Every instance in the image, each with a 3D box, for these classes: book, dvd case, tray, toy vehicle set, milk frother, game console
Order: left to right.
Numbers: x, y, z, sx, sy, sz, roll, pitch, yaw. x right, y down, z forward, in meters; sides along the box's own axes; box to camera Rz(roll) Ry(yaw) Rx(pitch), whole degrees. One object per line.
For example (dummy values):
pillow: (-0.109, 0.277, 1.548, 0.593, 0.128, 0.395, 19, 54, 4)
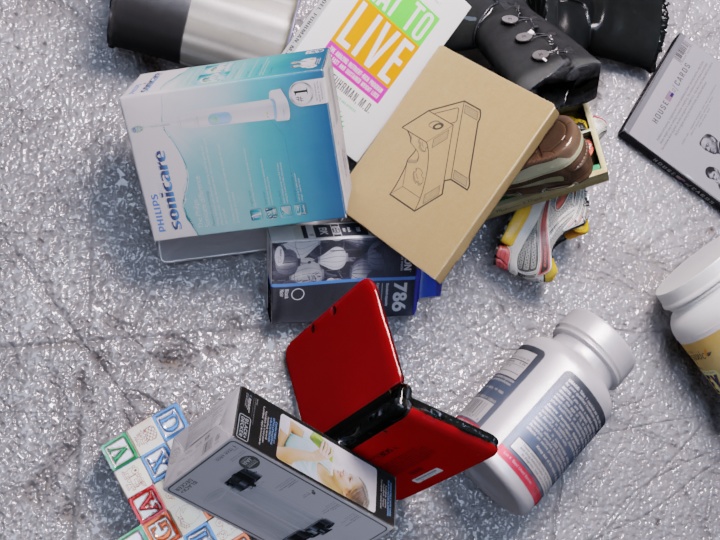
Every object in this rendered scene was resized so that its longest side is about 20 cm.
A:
milk frother: (-0.148, -0.305, 1.072, 0.185, 0.200, 0.184, 14, 74, -8)
tray: (-0.122, -0.071, 1.126, 0.196, 0.022, 0.110, -7, 81, -12)
book: (0.004, -0.232, 1.082, 0.133, 0.048, 0.201, 32, 97, -35)
game console: (0.024, 0.125, 1.037, 0.170, 0.200, 0.120, 25, 56, -18)
toy vehicle set: (0.156, -0.127, 1.134, 0.197, 0.027, 0.127, -18, 70, 12)
dvd case: (0.420, -0.163, 1.246, 0.199, 0.025, 0.152, 35, 76, -3)

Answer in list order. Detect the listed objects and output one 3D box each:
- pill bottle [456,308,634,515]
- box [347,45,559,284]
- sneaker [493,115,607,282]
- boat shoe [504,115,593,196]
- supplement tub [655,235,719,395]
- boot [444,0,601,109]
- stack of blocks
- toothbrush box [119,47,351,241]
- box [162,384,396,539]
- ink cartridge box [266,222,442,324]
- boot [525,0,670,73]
pill bottle: (0.191, 0.142, 1.099, 0.120, 0.120, 0.200, 46, 76, 0)
box: (0.079, -0.110, 1.046, 0.163, 0.021, 0.201, 36, 91, 36)
sneaker: (0.223, -0.077, 1.163, 0.081, 0.078, 0.202, 28, 84, 10)
boat shoe: (0.144, -0.101, 1.077, 0.075, 0.200, 0.076, 40, 61, -41)
supplement tub: (0.430, 0.068, 1.146, 0.144, 0.144, 0.201, -37, 88, -15)
boot: (0.140, -0.228, 1.124, 0.163, 0.066, 0.201, -25, 50, -5)
stack of blocks: (-0.184, 0.248, 1.038, 0.114, 0.059, 0.202, -28, 86, -15)
toothbrush box: (-0.116, -0.122, 1.022, 0.196, 0.086, 0.149, -8, 114, 6)
box: (-0.074, 0.203, 1.002, 0.199, 0.116, 0.061, 34, 37, -25)
ink cartridge box: (0.000, 0.000, 1.103, 0.196, 0.039, 0.101, -5, 120, -12)
boot: (0.271, -0.258, 1.214, 0.159, 0.073, 0.203, 6, 81, -16)
